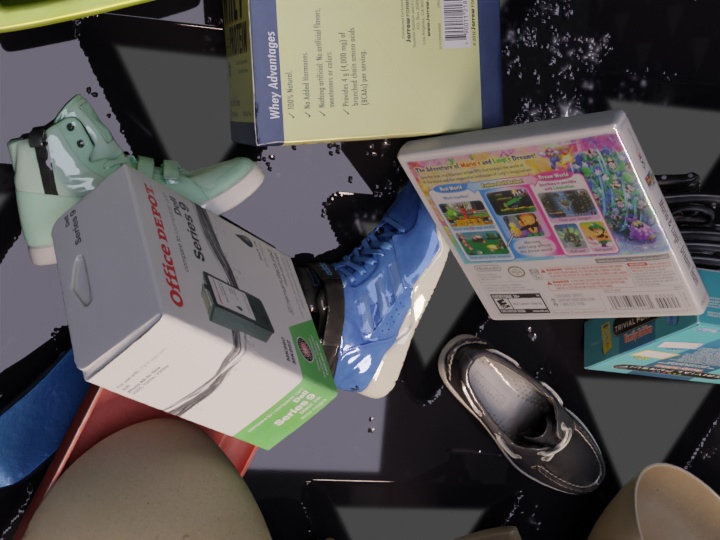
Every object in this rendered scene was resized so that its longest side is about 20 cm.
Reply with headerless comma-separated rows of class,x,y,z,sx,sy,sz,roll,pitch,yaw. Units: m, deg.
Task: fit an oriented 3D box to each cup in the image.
cup,-0.138,0.235,0.946,0.199,0.142,0.203,-27,131,-36

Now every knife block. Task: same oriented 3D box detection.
knife block,0.209,-0.014,1.054,0.199,0.176,0.064,-36,147,-7

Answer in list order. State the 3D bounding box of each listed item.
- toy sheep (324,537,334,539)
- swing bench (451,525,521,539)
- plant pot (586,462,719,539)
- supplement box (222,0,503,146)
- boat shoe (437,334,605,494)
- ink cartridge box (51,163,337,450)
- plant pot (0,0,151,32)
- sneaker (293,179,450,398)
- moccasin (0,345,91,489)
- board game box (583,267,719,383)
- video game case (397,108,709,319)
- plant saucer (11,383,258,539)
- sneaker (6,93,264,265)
toy sheep,-0.044,0.299,1.040,0.137,0.199,0.140,-30,136,-34
swing bench,0.143,0.344,1.075,0.128,0.199,0.201,-28,104,-18
plant pot,0.265,0.293,1.116,0.199,0.201,0.134,38,123,-16
supplement box,-0.004,-0.205,0.991,0.196,0.134,0.204,-5,98,-14
boat shoe,0.152,0.134,1.114,0.074,0.060,0.200,-45,105,-6
ink cartridge box,-0.122,0.031,0.938,0.084,0.147,0.199,-36,143,20
plant pot,-0.200,-0.285,0.907,0.197,0.181,0.202,-15,100,-11
sneaker,0.000,0.000,1.049,0.110,0.077,0.203,17,100,-25
moccasin,-0.235,0.100,1.004,0.199,0.068,0.081,-31,91,-31
board game box,0.301,0.052,1.069,0.148,0.200,0.048,7,74,-15
video game case,0.146,-0.035,0.964,0.183,0.198,0.024,57,50,-29
plant saucer,-0.177,0.165,1.003,0.199,0.036,0.202,26,92,-53
sneaker,-0.179,-0.087,0.992,0.197,0.074,0.120,-17,104,-10
